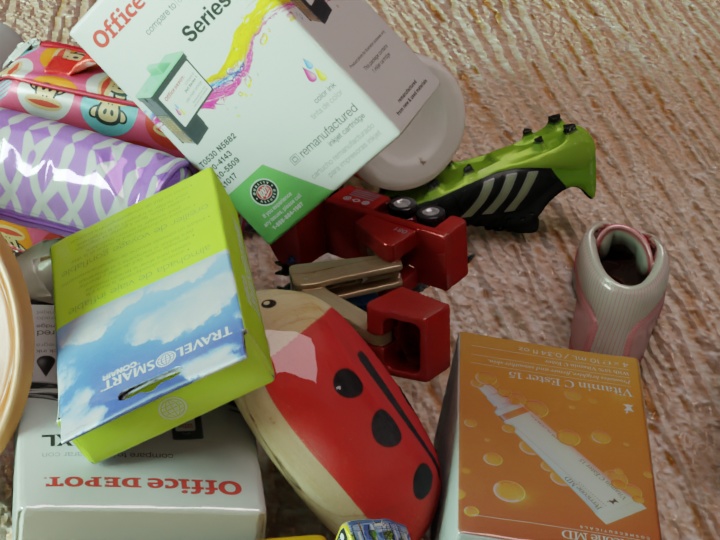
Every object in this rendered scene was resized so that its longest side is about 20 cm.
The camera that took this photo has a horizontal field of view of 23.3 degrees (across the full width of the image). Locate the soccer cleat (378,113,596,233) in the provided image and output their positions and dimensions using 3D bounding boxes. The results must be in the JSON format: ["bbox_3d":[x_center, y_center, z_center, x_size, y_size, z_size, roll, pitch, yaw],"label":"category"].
[{"bbox_3d":[0.101,-0.059,1.418,0.199,0.081,0.068,-19,26,-6],"label":"soccer cleat"}]

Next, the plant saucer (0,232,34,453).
[{"bbox_3d":[-0.279,0.041,1.053,0.200,0.201,0.032,26,13,22],"label":"plant saucer"}]

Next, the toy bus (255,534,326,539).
[{"bbox_3d":[-0.110,0.197,0.950,0.199,0.079,0.065,-2,19,-18],"label":"toy bus"}]

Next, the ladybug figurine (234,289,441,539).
[{"bbox_3d":[-0.013,0.091,1.076,0.200,0.072,0.136,54,14,-3],"label":"ladybug figurine"}]

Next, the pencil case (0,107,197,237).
[{"bbox_3d":[-0.210,-0.059,1.197,0.199,0.084,0.086,14,57,19],"label":"pencil case"}]

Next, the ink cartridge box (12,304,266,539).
[{"bbox_3d":[-0.140,0.112,1.075,0.145,0.085,0.200,2,33,-13],"label":"ink cartridge box"}]

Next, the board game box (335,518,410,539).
[{"bbox_3d":[0.024,0.256,0.846,0.061,0.200,0.200,-5,50,-20],"label":"board game box"}]

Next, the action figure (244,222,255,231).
[{"bbox_3d":[-0.064,-0.130,1.350,0.069,0.200,0.130,9,28,-26],"label":"action figure"}]

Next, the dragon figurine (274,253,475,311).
[{"bbox_3d":[-0.007,0.032,1.255,0.199,0.059,0.100,-1,35,-16],"label":"dragon figurine"}]

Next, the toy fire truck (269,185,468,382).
[{"bbox_3d":[0.000,0.000,1.190,0.200,0.049,0.141,18,36,33],"label":"toy fire truck"}]

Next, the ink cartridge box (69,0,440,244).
[{"bbox_3d":[-0.071,-0.141,1.155,0.200,0.145,0.084,46,38,-7],"label":"ink cartridge box"}]

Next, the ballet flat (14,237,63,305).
[{"bbox_3d":[-0.194,0.010,1.228,0.199,0.073,0.073,7,33,-5],"label":"ballet flat"}]

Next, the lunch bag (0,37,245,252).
[{"bbox_3d":[-0.178,-0.087,1.278,0.199,0.177,0.082,15,34,6],"label":"lunch bag"}]

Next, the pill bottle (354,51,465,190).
[{"bbox_3d":[-0.007,-0.139,1.428,0.109,0.110,0.200,-8,19,-26],"label":"pill bottle"}]

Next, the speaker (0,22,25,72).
[{"bbox_3d":[-0.332,-0.127,1.385,0.081,0.081,0.200,15,34,7],"label":"speaker"}]

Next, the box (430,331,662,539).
[{"bbox_3d":[0.111,0.141,1.089,0.124,0.098,0.200,9,34,-3],"label":"box"}]

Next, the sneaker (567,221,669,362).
[{"bbox_3d":[0.201,-0.005,1.328,0.075,0.105,0.200,12,32,6],"label":"sneaker"}]

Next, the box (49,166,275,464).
[{"bbox_3d":[-0.121,0.029,1.036,0.122,0.048,0.200,-26,36,6],"label":"box"}]
